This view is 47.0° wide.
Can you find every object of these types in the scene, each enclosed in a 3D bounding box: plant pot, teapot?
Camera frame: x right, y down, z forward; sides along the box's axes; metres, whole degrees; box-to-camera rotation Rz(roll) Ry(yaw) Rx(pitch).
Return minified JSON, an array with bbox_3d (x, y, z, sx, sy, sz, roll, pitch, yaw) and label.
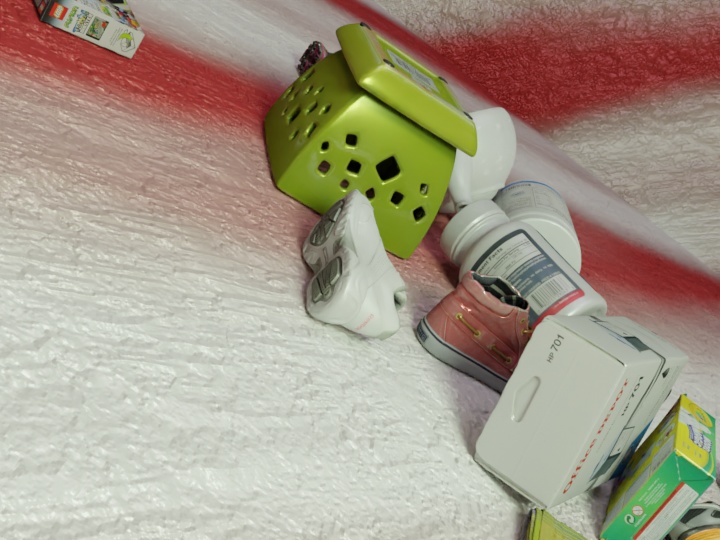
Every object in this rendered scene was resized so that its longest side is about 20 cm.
[{"bbox_3d":[0.016,-0.167,0.996,0.199,0.182,0.200,27,25,-26],"label":"plant pot"},{"bbox_3d":[0.144,-0.147,1.216,0.199,0.197,0.147,-19,96,-34],"label":"teapot"}]

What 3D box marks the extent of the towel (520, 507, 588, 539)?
[{"bbox_3d":[0.199,0.268,0.622,0.199,0.023,0.144,34,20,6],"label":"towel"}]

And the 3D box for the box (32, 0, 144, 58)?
[{"bbox_3d":[-0.328,-0.326,0.949,0.110,0.035,0.200,16,32,-45],"label":"box"}]

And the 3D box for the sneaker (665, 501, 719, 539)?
[{"bbox_3d":[0.383,0.279,0.862,0.199,0.079,0.077,25,16,-35],"label":"sneaker"}]

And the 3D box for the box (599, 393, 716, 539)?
[{"bbox_3d":[0.298,0.198,0.821,0.048,0.118,0.200,36,21,12],"label":"box"}]

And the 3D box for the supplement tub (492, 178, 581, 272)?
[{"bbox_3d":[0.241,-0.045,1.186,0.132,0.132,0.200,36,23,-7],"label":"supplement tub"}]

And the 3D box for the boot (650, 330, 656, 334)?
[{"bbox_3d":[0.348,0.100,1.165,0.162,0.074,0.198,35,22,-3],"label":"boot"}]

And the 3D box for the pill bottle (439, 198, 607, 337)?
[{"bbox_3d":[0.191,0.011,1.012,0.119,0.120,0.200,8,37,-52],"label":"pill bottle"}]

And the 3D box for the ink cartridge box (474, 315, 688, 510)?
[{"bbox_3d":[0.209,0.123,0.767,0.086,0.147,0.199,33,16,31],"label":"ink cartridge box"}]

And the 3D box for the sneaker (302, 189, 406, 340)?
[{"bbox_3d":[0.000,0.000,0.808,0.099,0.078,0.201,37,30,-24],"label":"sneaker"}]

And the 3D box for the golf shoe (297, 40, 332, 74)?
[{"bbox_3d":[-0.034,-0.296,1.313,0.092,0.073,0.201,27,24,-31],"label":"golf shoe"}]

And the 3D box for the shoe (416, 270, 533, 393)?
[{"bbox_3d":[0.160,0.074,0.876,0.199,0.091,0.072,27,24,-28],"label":"shoe"}]
